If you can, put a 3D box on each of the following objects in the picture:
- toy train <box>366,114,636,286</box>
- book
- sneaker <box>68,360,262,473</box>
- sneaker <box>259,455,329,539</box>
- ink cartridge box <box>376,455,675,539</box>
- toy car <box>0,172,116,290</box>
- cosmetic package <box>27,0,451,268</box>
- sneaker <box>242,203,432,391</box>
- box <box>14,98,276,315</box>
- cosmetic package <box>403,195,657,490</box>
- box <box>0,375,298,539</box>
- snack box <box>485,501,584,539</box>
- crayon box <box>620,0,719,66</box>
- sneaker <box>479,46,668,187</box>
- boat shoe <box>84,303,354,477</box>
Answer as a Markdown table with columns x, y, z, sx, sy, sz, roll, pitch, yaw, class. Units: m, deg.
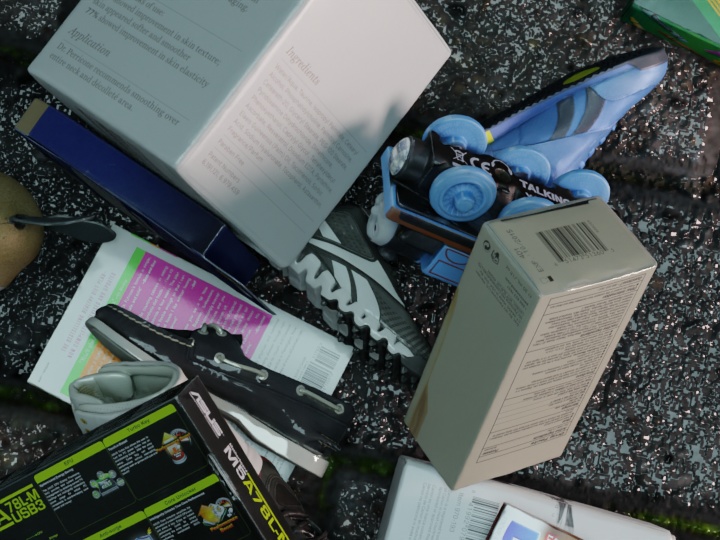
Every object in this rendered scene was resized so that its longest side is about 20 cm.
| x | y | z | sx | sy | sz | roll | pitch | yaw | class |
| --- | --- | --- | --- | --- | --- | --- | --- | --- | --- |
| 0.096 | -0.028 | 1.267 | 0.200 | 0.087 | 0.114 | 21 | 126 | -22 | toy train |
| -0.122 | 0.069 | 1.316 | 0.200 | 0.048 | 0.134 | 28 | 84 | -1 | book |
| -0.176 | 0.117 | 1.245 | 0.200 | 0.074 | 0.116 | -18 | 120 | 32 | sneaker |
| -0.035 | 0.209 | 1.235 | 0.098 | 0.071 | 0.201 | -32 | 66 | 26 | sneaker |
| 0.107 | 0.228 | 1.289 | 0.200 | 0.083 | 0.145 | 16 | 86 | -1 | ink cartridge box |
| -0.273 | -0.007 | 1.252 | 0.200 | 0.164 | 0.158 | -10 | 86 | 0 | toy car |
| -0.080 | -0.145 | 1.243 | 0.167 | 0.166 | 0.200 | 34 | 84 | 35 | cosmetic package |
| 0.000 | 0.000 | 1.302 | 0.200 | 0.066 | 0.090 | 43 | 73 | 16 | sneaker |
| -0.141 | -0.042 | 1.265 | 0.200 | 0.121 | 0.032 | 35 | 85 | 14 | box |
| 0.111 | 0.051 | 1.217 | 0.105 | 0.200 | 0.071 | -13 | 52 | -32 | cosmetic package |
| -0.142 | 0.195 | 1.177 | 0.200 | 0.048 | 0.193 | -29 | 96 | 21 | box |
| 0.088 | 0.264 | 1.232 | 0.072 | 0.024 | 0.200 | 26 | 88 | 1 | snack box |
| 0.291 | -0.255 | 1.345 | 0.119 | 0.058 | 0.200 | 25 | 85 | 1 | crayon box |
| 0.146 | -0.095 | 1.330 | 0.200 | 0.066 | 0.079 | -29 | 98 | -3 | sneaker |
| -0.097 | 0.072 | 1.263 | 0.200 | 0.074 | 0.060 | 31 | 81 | -4 | boat shoe |
